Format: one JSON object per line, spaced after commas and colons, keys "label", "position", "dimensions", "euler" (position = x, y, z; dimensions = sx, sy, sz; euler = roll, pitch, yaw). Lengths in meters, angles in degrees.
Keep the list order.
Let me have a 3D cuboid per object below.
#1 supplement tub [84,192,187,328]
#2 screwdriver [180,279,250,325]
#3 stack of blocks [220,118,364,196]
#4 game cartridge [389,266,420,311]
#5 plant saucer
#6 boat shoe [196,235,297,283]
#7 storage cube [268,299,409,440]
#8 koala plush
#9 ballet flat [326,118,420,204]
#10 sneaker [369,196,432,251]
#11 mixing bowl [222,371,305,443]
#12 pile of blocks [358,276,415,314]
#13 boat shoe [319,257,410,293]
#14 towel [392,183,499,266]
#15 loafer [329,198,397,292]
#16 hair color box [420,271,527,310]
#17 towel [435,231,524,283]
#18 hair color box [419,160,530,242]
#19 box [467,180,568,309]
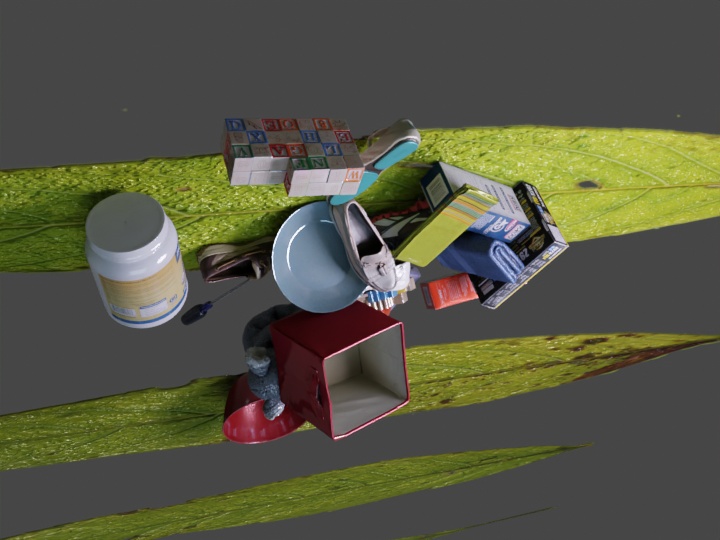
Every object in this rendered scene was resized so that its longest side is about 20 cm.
{"label": "supplement tub", "position": [-0.362, -0.015, 1.406], "dimensions": [0.144, 0.145, 0.200], "euler": [-12, 145, -11]}
{"label": "screwdriver", "position": [-0.269, 0.054, 1.627], "dimensions": [0.200, 0.029, 0.028], "euler": [-32, 109, 30]}
{"label": "stack of blocks", "position": [-0.107, -0.175, 1.344], "dimensions": [0.199, 0.116, 0.059], "euler": [-4, 142, -22]}
{"label": "game cartridge", "position": [0.009, 0.032, 1.759], "dimensions": [0.199, 0.038, 0.130], "euler": [7, 133, -34]}
{"label": "plant saucer", "position": [-0.069, -0.026, 1.564], "dimensions": [0.200, 0.039, 0.202], "euler": [-3, 99, -22]}
{"label": "boat shoe", "position": [-0.190, -0.011, 1.561], "dimensions": [0.199, 0.072, 0.072], "euler": [-5, 143, -21]}
{"label": "storage cube", "position": [-0.037, 0.168, 1.570], "dimensions": [0.199, 0.179, 0.172], "euler": [-23, 120, -32]}
{"label": "koala plush", "position": [-0.164, 0.181, 1.696], "dimensions": [0.183, 0.200, 0.178], "euler": [-4, 122, 14]}
{"label": "ballet flat", "position": [0.015, -0.184, 1.440], "dimensions": [0.200, 0.070, 0.069], "euler": [-33, 144, 26]}
{"label": "sneaker", "position": [0.077, -0.066, 1.602], "dimensions": [0.200, 0.098, 0.071], "euler": [-20, 147, 2]}
{"label": "mixing bowl", "position": [-0.218, 0.288, 1.924], "dimensions": [0.199, 0.109, 0.201], "euler": [-13, 144, -10]}
{"label": "pile of blocks", "position": [0.018, 0.068, 1.697], "dimensions": [0.199, 0.062, 0.082], "euler": [-15, -172, -8]}
{"label": "boat shoe", "position": [0.000, 0.000, 1.641], "dimensions": [0.199, 0.071, 0.070], "euler": [-5, 122, -21]}
{"label": "towel", "position": [0.148, -0.073, 1.522], "dimensions": [0.086, 0.018, 0.200], "euler": [18, 132, -36]}
{"label": "loafer", "position": [0.010, -0.043, 1.538], "dimensions": [0.072, 0.063, 0.201], "euler": [-35, 108, -14]}
{"label": "hair color box", "position": [0.232, 0.027, 1.801], "dimensions": [0.199, 0.062, 0.102], "euler": [-17, 180, -6]}
{"label": "towel", "position": [0.207, -0.036, 1.637], "dimensions": [0.112, 0.200, 0.049], "euler": [45, 73, -35]}
{"label": "hair color box", "position": [0.210, -0.123, 1.588], "dimensions": [0.199, 0.100, 0.061], "euler": [13, 134, -38]}
{"label": "box", "position": [0.285, -0.049, 1.674], "dimensions": [0.049, 0.160, 0.200], "euler": [15, 132, -41]}
